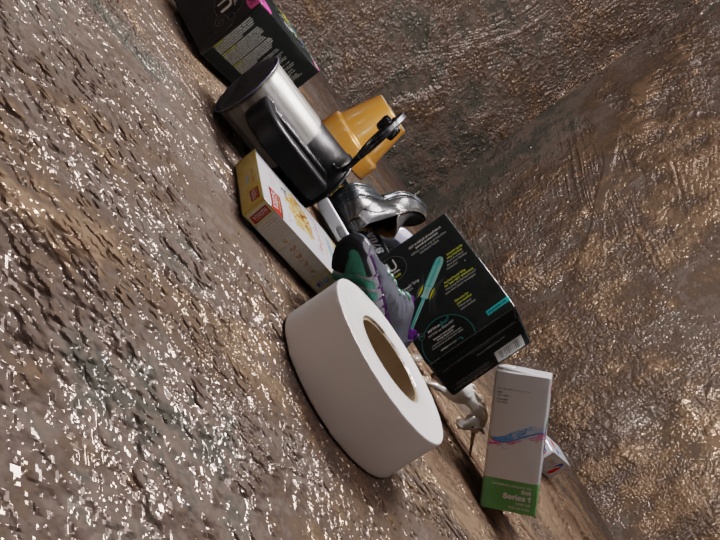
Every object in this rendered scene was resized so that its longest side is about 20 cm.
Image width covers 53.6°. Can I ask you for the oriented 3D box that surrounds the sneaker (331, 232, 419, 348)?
[{"bbox_3d":[0.024,0.027,0.887,0.074,0.087,0.202,22,-43,39],"label":"sneaker"}]

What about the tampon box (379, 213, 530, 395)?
[{"bbox_3d":[0.132,0.050,1.071,0.201,0.149,0.126,59,4,37],"label":"tampon box"}]

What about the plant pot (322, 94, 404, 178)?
[{"bbox_3d":[0.019,-0.398,2.040,0.201,0.182,0.200,53,11,-15],"label":"plant pot"}]

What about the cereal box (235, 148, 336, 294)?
[{"bbox_3d":[-0.082,-0.048,0.915,0.200,0.039,0.144,50,11,-34],"label":"cereal box"}]

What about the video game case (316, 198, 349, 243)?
[{"bbox_3d":[0.000,0.000,1.082,0.183,0.023,0.200,60,-2,16],"label":"video game case"}]

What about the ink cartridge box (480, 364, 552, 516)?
[{"bbox_3d":[0.241,0.251,1.088,0.145,0.083,0.203,18,79,-73],"label":"ink cartridge box"}]

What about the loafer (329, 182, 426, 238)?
[{"bbox_3d":[0.037,-0.081,1.103,0.199,0.073,0.073,1,62,-45],"label":"loafer"}]

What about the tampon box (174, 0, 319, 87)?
[{"bbox_3d":[-0.188,-0.394,1.189,0.151,0.126,0.200,60,11,26],"label":"tampon box"}]

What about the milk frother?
[{"bbox_3d":[-0.066,-0.215,1.007,0.188,0.200,0.180,50,-7,-30],"label":"milk frother"}]

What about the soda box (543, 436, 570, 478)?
[{"bbox_3d":[0.472,0.471,1.813,0.200,0.068,0.064,42,17,-53],"label":"soda box"}]

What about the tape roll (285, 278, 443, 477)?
[{"bbox_3d":[0.006,0.111,0.755,0.203,0.070,0.203,53,11,-15],"label":"tape roll"}]

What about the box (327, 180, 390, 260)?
[{"bbox_3d":[0.012,-0.045,1.214,0.201,0.046,0.159,61,-1,35],"label":"box"}]

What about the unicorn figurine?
[{"bbox_3d":[0.145,0.180,1.153,0.136,0.074,0.202,23,49,-31],"label":"unicorn figurine"}]

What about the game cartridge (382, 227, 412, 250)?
[{"bbox_3d":[0.084,-0.020,1.399,0.200,0.132,0.042,48,57,-41],"label":"game cartridge"}]
